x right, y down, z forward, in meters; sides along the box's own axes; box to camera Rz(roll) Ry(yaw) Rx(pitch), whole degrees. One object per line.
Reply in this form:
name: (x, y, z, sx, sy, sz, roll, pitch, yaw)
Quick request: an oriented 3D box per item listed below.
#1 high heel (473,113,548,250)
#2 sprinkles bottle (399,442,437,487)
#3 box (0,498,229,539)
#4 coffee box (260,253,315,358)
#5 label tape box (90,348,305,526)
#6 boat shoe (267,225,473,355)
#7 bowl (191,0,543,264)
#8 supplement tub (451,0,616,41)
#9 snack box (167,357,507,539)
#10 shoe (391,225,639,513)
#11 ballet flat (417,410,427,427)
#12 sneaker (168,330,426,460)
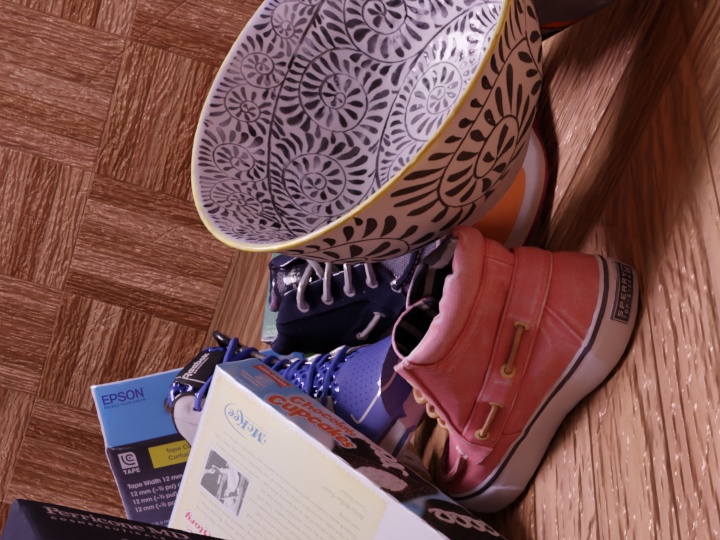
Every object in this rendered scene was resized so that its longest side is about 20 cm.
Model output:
high heel: (0.079, -0.058, 0.952, 0.096, 0.067, 0.201, 78, -171, -57)
sprinkles bottle: (0.018, 0.143, 0.908, 0.200, 0.068, 0.069, -135, 62, -81)
box: (-0.043, 0.194, 0.613, 0.196, 0.199, 0.125, 25, 98, 64)
coffee box: (-0.019, -0.019, 1.246, 0.123, 0.044, 0.202, 35, -126, -52)
label tape box: (-0.083, 0.143, 1.046, 0.066, 0.142, 0.202, -94, -9, -72)
boat shoe: (0.000, 0.000, 0.872, 0.200, 0.092, 0.075, 110, 156, -60)
bowl: (0.020, -0.076, 0.753, 0.200, 0.094, 0.202, -29, 43, 30)
supplement tub: (0.066, -0.175, 0.850, 0.200, 0.122, 0.123, -21, 52, 60)
snack box: (-0.014, 0.143, 0.791, 0.199, 0.037, 0.117, 33, 114, 34)
shoe: (0.054, 0.049, 0.763, 0.200, 0.090, 0.072, 117, 166, -53)
ballet flat: (0.040, 0.033, 1.017, 0.072, 0.067, 0.201, -51, -15, -56)
sneaker: (-0.045, 0.080, 0.880, 0.199, 0.115, 0.081, -43, 15, 50)
